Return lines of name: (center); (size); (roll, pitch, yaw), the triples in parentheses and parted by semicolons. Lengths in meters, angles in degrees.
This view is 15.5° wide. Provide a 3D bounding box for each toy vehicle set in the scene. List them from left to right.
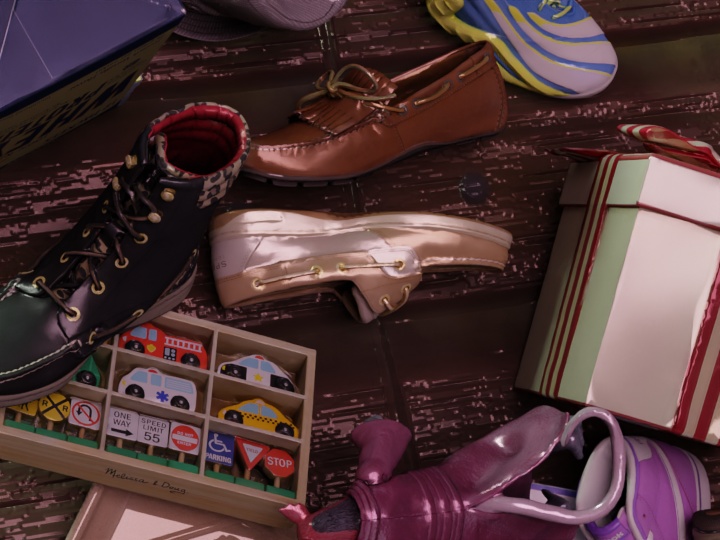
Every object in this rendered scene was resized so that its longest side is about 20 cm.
toy vehicle set: (-0.127, 0.081, 1.633); (0.199, 0.027, 0.125); (15, 49, -15)

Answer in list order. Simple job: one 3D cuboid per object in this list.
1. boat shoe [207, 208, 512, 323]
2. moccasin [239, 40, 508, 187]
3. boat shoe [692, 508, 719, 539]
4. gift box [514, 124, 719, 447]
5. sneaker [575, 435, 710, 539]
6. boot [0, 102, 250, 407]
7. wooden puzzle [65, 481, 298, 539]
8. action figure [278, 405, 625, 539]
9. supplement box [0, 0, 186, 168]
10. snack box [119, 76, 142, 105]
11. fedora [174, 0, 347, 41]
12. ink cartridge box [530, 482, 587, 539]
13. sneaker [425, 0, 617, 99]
boat shoe: (0.000, 0.000, 1.701); (0.199, 0.074, 0.070); (1, 80, -9)
moccasin: (0.005, -0.103, 1.712); (0.200, 0.074, 0.078); (-17, 109, -20)
boat shoe: (0.289, 0.194, 1.729); (0.199, 0.075, 0.074); (6, 77, -40)
gift box: (0.204, 0.010, 1.709); (0.184, 0.200, 0.188); (17, 89, -18)
sneaker: (0.177, 0.204, 1.687); (0.114, 0.072, 0.202); (21, 56, -53)
boot: (-0.156, -0.013, 1.568); (0.073, 0.154, 0.203); (45, 46, 14)
wooden puzzle: (-0.105, 0.224, 1.635); (0.199, 0.037, 0.186); (30, 70, -15)
action figure: (0.047, 0.154, 1.604); (0.199, 0.149, 0.135); (-7, 91, -28)
supplement box: (-0.224, -0.174, 1.519); (0.134, 0.200, 0.201); (-29, 88, -20)
snack box: (-0.248, -0.184, 1.656); (0.168, 0.068, 0.201); (-15, 85, -21)
fedora: (-0.063, -0.218, 1.661); (0.177, 0.090, 0.200); (-53, 140, -2)
ink cartridge box: (0.088, 0.234, 1.692); (0.099, 0.039, 0.201); (12, 76, -14)
sneaker: (0.097, -0.188, 1.752); (0.199, 0.105, 0.076); (32, 70, -9)
